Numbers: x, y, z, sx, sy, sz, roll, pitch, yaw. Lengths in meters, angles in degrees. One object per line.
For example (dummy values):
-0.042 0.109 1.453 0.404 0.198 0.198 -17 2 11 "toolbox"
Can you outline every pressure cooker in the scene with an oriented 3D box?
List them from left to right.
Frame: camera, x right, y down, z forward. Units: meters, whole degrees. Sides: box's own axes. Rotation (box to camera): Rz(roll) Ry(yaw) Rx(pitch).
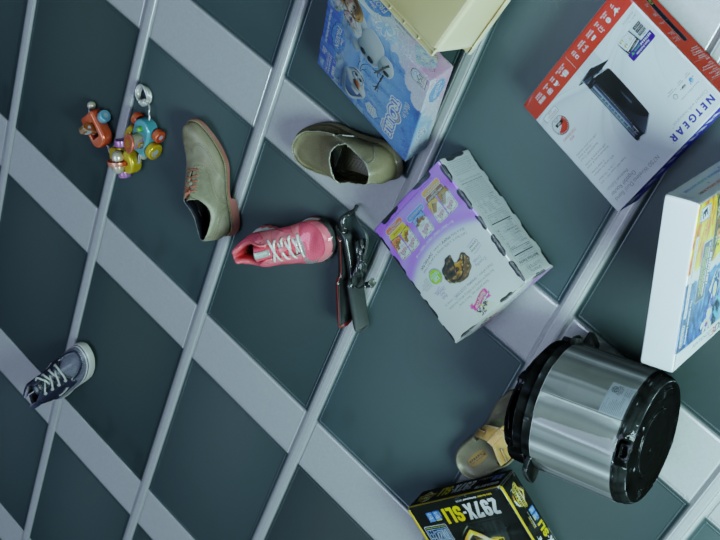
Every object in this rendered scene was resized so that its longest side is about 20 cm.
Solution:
0.283 0.180 1.480 0.199 0.175 0.180 18 116 32 "pressure cooker"

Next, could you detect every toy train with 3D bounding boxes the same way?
-0.422 -0.238 2.025 0.199 0.055 0.151 -18 96 45 "toy train"

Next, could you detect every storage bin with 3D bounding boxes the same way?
0.104 -0.403 1.432 0.199 0.093 0.200 50 128 15 "storage bin"

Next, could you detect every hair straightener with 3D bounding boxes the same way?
0.000 0.000 1.763 0.077 0.041 0.202 16 114 37 "hair straightener"

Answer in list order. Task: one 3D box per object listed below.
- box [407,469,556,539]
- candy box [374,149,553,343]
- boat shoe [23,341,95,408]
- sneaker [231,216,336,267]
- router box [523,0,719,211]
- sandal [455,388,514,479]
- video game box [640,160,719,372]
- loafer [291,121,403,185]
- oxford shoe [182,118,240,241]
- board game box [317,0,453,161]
0.185 0.389 1.735 0.199 0.049 0.160 -24 99 45 "box"
0.137 -0.031 1.594 0.201 0.071 0.168 55 134 10 "candy box"
-0.612 0.219 2.372 0.075 0.092 0.200 53 135 10 "boat shoe"
-0.120 -0.031 1.818 0.199 0.087 0.074 -7 104 44 "sneaker"
0.314 -0.202 1.373 0.180 0.049 0.200 50 133 14 "router box"
0.190 0.247 1.679 0.080 0.054 0.200 50 134 13 "sandal"
0.380 -0.011 1.302 0.047 0.182 0.202 18 120 31 "video game box"
-0.031 -0.167 1.690 0.199 0.067 0.077 12 116 38 "loafer"
-0.255 -0.145 1.899 0.070 0.075 0.202 -10 101 45 "oxford shoe"
0.027 -0.273 1.555 0.199 0.043 0.200 49 158 15 "board game box"
